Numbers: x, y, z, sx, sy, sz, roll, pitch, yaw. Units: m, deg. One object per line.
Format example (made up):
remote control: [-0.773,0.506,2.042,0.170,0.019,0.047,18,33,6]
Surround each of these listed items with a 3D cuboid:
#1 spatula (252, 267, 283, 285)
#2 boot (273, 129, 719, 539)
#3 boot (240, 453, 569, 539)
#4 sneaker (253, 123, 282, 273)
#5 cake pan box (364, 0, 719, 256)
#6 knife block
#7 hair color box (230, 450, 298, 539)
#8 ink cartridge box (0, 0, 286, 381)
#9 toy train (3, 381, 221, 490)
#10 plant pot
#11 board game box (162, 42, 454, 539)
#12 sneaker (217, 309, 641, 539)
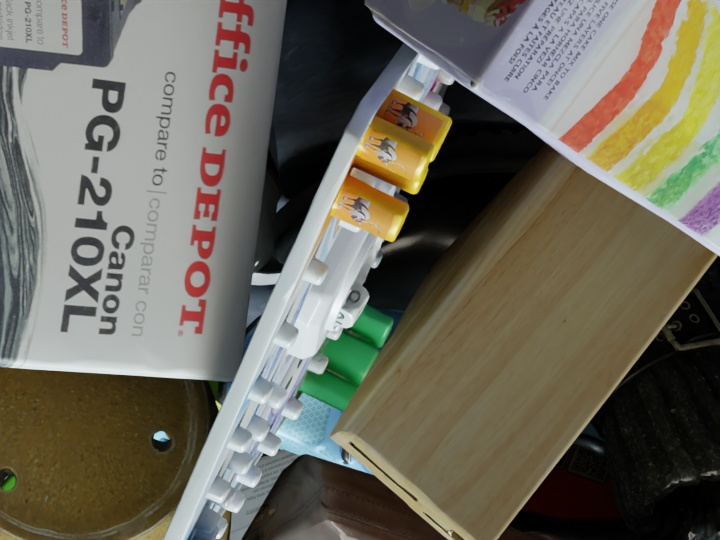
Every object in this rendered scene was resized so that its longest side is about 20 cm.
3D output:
spatula: [-0.046,-0.002,1.116,0.199,0.021,0.057,0,160,-29]
boot: [0.078,0.030,1.079,0.210,0.158,0.079,-4,155,-20]
boot: [0.032,0.122,1.068,0.199,0.064,0.186,12,158,-17]
sneaker: [-0.106,-0.048,0.896,0.199,0.090,0.075,7,150,-38]
cake pan box: [0.114,-0.115,0.800,0.200,0.052,0.184,-54,148,4]
knife block: [0.086,-0.017,0.945,0.176,0.064,0.200,-48,-176,30]
hair color box: [-0.008,0.183,1.325,0.099,0.201,0.061,-21,155,20]
ink cartridge box: [-0.126,-0.049,0.795,0.199,0.145,0.084,5,-176,-34]
toy train: [-0.088,0.075,1.222,0.116,0.085,0.200,-45,172,24]
plant pot: [-0.119,0.076,0.990,0.186,0.187,0.200,-4,162,-19]
board game box: [0.000,0.000,0.886,0.026,0.200,0.200,27,120,4]
sneaker: [0.041,0.064,1.129,0.199,0.079,0.090,14,-163,-5]
